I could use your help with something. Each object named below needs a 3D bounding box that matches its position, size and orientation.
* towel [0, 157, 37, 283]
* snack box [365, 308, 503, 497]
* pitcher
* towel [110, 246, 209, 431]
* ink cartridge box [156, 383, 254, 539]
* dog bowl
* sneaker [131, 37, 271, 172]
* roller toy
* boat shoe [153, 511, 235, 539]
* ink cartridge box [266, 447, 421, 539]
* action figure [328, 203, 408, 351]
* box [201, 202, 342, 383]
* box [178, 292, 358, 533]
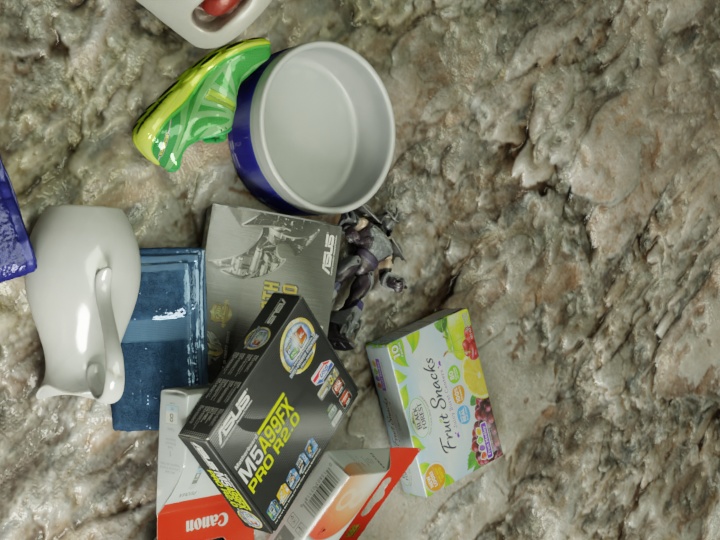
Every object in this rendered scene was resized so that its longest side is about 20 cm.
[{"bbox_3d":[-0.434,-0.040,1.445,0.198,0.049,0.150,-19,91,-21],"label":"towel"},{"bbox_3d":[0.095,0.166,1.858,0.141,0.053,0.203,-22,102,-34],"label":"snack box"},{"bbox_3d":[-0.277,0.035,1.505,0.120,0.171,0.203,2,88,-32],"label":"pitcher"},{"bbox_3d":[-0.221,0.077,1.597,0.110,0.049,0.203,-1,90,1],"label":"towel"},{"bbox_3d":[-0.148,0.223,1.569,0.159,0.047,0.203,-1,93,-53],"label":"ink cartridge box"},{"bbox_3d":[-0.057,-0.166,1.738,0.198,0.078,0.203,1,88,-37],"label":"dog bowl"},{"bbox_3d":[-0.172,-0.189,1.658,0.200,0.074,0.084,-46,112,-19],"label":"sneaker"},{"bbox_3d":[-0.167,-0.350,1.592,0.139,0.199,0.184,35,74,-30],"label":"roller toy"},{"bbox_3d":[-0.183,0.293,1.639,0.200,0.075,0.061,-49,154,-38],"label":"boat shoe"},{"bbox_3d":[-0.012,0.281,1.692,0.199,0.050,0.163,9,119,-53],"label":"ink cartridge box"},{"bbox_3d":[0.000,0.000,1.784,0.130,0.069,0.201,44,61,-22],"label":"action figure"},{"bbox_3d":[-0.112,0.036,1.674,0.156,0.048,0.203,11,82,-14],"label":"box"},{"bbox_3d":[-0.093,0.151,1.562,0.201,0.044,0.161,-57,136,-31],"label":"box"}]
